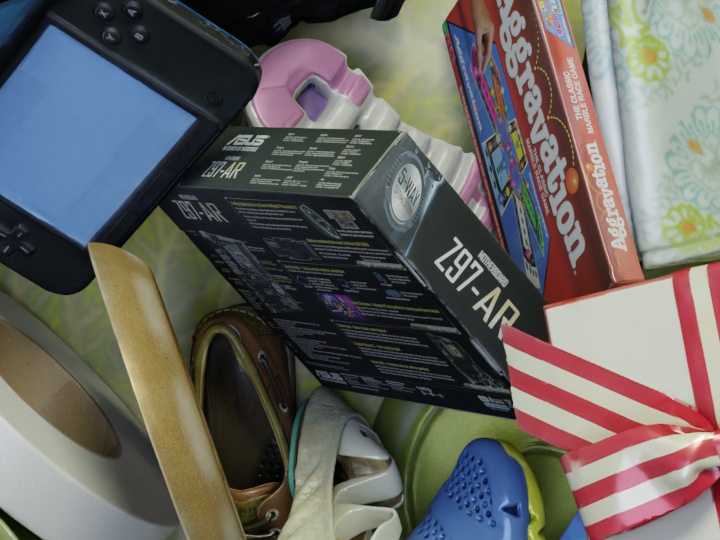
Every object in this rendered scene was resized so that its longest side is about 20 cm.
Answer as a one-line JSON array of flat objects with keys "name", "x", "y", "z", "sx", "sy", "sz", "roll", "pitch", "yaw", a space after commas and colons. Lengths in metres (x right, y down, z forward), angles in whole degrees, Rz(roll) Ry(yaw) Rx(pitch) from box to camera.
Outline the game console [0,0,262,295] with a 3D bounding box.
[{"name": "game console", "x": -0.172, "y": -0.052, "z": 1.329, "sx": 0.170, "sy": 0.119, "sz": 0.200, "roll": 32, "pitch": 131, "yaw": -15}]

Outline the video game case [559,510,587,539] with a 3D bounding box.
[{"name": "video game case", "x": 0.198, "y": 0.147, "z": 1.396, "sx": 0.181, "sy": 0.045, "sz": 0.201, "roll": 36, "pitch": 103, "yaw": 24}]

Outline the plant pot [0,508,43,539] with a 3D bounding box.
[{"name": "plant pot", "x": -0.211, "y": 0.173, "z": 1.456, "sx": 0.199, "sy": 0.190, "sz": 0.201, "roll": 3, "pitch": 100, "yaw": 16}]

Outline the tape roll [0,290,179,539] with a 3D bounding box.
[{"name": "tape roll", "x": -0.174, "y": 0.070, "z": 1.438, "sx": 0.203, "sy": 0.203, "sz": 0.037, "roll": 45, "pitch": 99, "yaw": 3}]

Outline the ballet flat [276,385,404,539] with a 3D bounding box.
[{"name": "ballet flat", "x": -0.006, "y": 0.124, "z": 1.423, "sx": 0.062, "sy": 0.200, "sz": 0.068, "roll": -13, "pitch": 120, "yaw": 16}]

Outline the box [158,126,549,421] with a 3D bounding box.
[{"name": "box", "x": 0.000, "y": 0.000, "z": 1.378, "sx": 0.160, "sy": 0.200, "sz": 0.044, "roll": 49, "pitch": 68, "yaw": -25}]

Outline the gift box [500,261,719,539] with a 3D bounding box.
[{"name": "gift box", "x": 0.184, "y": 0.069, "z": 1.280, "sx": 0.184, "sy": 0.187, "sz": 0.201, "roll": -20, "pitch": 78, "yaw": 22}]

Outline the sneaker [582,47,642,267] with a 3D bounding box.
[{"name": "sneaker", "x": 0.140, "y": -0.088, "z": 1.416, "sx": 0.076, "sy": 0.091, "sz": 0.201, "roll": 11, "pitch": 97, "yaw": 11}]

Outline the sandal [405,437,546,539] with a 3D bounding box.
[{"name": "sandal", "x": 0.029, "y": 0.177, "z": 1.429, "sx": 0.087, "sy": 0.079, "sz": 0.201, "roll": 18, "pitch": 98, "yaw": -23}]

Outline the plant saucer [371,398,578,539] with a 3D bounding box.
[{"name": "plant saucer", "x": 0.097, "y": 0.116, "z": 1.476, "sx": 0.199, "sy": 0.031, "sz": 0.201, "roll": 1, "pitch": 96, "yaw": 10}]

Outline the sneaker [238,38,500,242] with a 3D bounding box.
[{"name": "sneaker", "x": 0.012, "y": -0.032, "z": 1.456, "sx": 0.200, "sy": 0.088, "sz": 0.081, "roll": 41, "pitch": 60, "yaw": -6}]

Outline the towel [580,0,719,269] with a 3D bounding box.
[{"name": "towel", "x": 0.191, "y": -0.106, "z": 1.377, "sx": 0.170, "sy": 0.048, "sz": 0.201, "roll": -9, "pitch": 93, "yaw": -29}]

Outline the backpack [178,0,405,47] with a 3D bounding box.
[{"name": "backpack", "x": -0.104, "y": -0.181, "z": 1.412, "sx": 0.199, "sy": 0.183, "sz": 0.148, "roll": -23, "pitch": 68, "yaw": 13}]

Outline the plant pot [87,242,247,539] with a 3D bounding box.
[{"name": "plant pot", "x": -0.088, "y": 0.077, "z": 1.371, "sx": 0.027, "sy": 0.200, "sz": 0.201, "roll": -20, "pitch": 92, "yaw": -3}]

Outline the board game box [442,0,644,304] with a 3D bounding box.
[{"name": "board game box", "x": 0.087, "y": -0.062, "z": 1.388, "sx": 0.019, "sy": 0.103, "sz": 0.201, "roll": -3, "pitch": 65, "yaw": -23}]

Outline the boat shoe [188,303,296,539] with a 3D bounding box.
[{"name": "boat shoe", "x": -0.061, "y": 0.120, "z": 1.488, "sx": 0.072, "sy": 0.068, "sz": 0.201, "roll": -11, "pitch": 94, "yaw": 12}]
